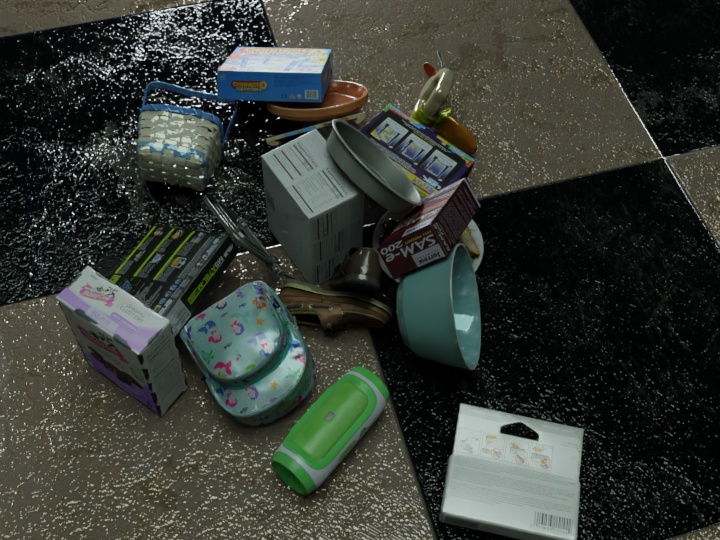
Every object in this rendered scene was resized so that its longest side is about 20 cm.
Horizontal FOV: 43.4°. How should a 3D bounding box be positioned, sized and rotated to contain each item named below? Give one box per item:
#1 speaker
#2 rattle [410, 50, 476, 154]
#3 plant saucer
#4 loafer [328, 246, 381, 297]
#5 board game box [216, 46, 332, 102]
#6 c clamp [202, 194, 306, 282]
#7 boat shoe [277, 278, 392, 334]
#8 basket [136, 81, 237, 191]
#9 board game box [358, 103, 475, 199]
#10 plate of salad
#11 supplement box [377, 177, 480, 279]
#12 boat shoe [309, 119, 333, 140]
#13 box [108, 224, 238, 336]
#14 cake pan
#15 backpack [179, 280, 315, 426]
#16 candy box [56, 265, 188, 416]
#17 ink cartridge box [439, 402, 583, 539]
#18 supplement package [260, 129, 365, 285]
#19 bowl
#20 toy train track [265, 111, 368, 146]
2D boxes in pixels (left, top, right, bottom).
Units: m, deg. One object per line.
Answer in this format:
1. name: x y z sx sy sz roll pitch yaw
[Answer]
1. speaker: -0.044 0.240 1.370 0.088 0.089 0.200 34 62 20
2. rattle: 0.178 -0.333 1.773 0.141 0.131 0.201 18 30 -2
3. plant saucer: -0.083 -0.324 1.734 0.197 0.033 0.201 -4 27 2
4. loafer: 0.000 0.000 1.472 0.072 0.200 0.072 16 83 -13
5. board game box: -0.160 -0.380 1.742 0.197 0.057 0.196 2 27 3
6. c clamp: -0.192 -0.053 1.552 0.027 0.170 0.200 -48 53 7
7. boat shoe: -0.047 0.074 1.497 0.197 0.072 0.069 10 60 17
8. basket: -0.329 -0.255 1.659 0.174 0.140 0.202 11 62 -1
9. board game box: 0.088 -0.199 1.643 0.199 0.057 0.165 35 46 9
10. plate of salad: 0.120 -0.053 1.593 0.197 0.048 0.202 1 57 -1
11. supplement box: 0.114 -0.070 1.465 0.061 0.108 0.200 57 32 -13
12. boat shoe: -0.054 -0.207 1.683 0.068 0.072 0.202 -18 60 5
13. box: -0.327 0.014 1.493 0.191 0.048 0.201 6 50 38
14. cake pan: 0.018 -0.166 1.479 0.037 0.199 0.201 -46 61 16
15. backpack: -0.169 0.132 1.406 0.176 0.151 0.201 -31 70 -5
16. candy box: -0.359 0.111 1.379 0.167 0.201 0.072 31 60 19
17. ink cartridge box: 0.229 0.307 1.356 0.197 0.045 0.178 11 57 5
18. supplement package: -0.079 -0.103 1.528 0.110 0.201 0.156 -28 62 -19
19. bowl: 0.122 0.061 1.447 0.104 0.202 0.203 -5 54 18
20. toy train track: -0.078 -0.252 1.657 0.197 0.033 0.115 -11 10 18
